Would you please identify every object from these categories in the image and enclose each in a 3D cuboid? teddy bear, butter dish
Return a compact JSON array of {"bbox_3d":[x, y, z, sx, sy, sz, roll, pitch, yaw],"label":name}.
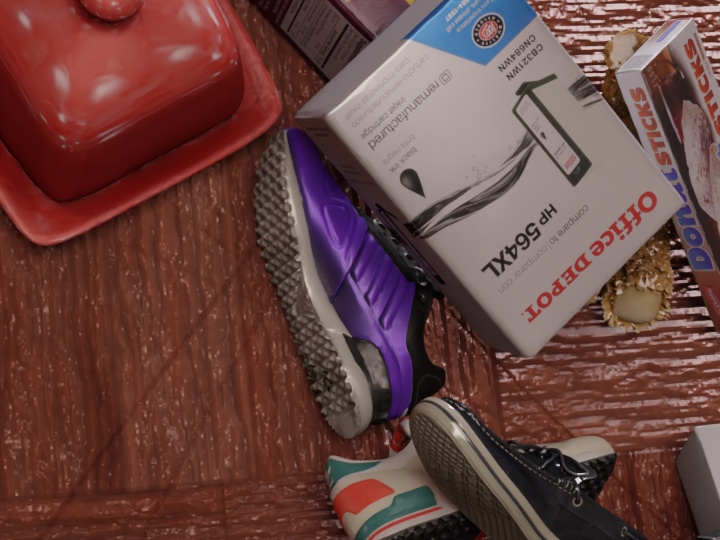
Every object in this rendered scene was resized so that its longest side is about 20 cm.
[{"bbox_3d":[0.175,-0.058,1.324,0.144,0.067,0.202,-1,83,-8],"label":"teddy bear"},{"bbox_3d":[-0.162,-0.151,1.221,0.199,0.148,0.200,-29,84,-19],"label":"butter dish"}]

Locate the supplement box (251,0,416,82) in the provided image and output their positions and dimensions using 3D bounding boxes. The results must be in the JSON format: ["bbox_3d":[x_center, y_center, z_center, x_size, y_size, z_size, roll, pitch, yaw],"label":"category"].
[{"bbox_3d":[-0.026,-0.240,1.299,0.200,0.103,0.131,45,70,1],"label":"supplement box"}]

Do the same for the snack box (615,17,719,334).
[{"bbox_3d":[0.226,-0.060,1.291,0.072,0.024,0.201,-44,119,-38],"label":"snack box"}]

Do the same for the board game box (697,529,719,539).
[{"bbox_3d":[0.290,0.242,1.186,0.134,0.028,0.202,-13,89,-15],"label":"board game box"}]

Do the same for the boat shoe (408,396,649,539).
[{"bbox_3d":[0.102,0.131,1.157,0.200,0.074,0.062,44,72,-26],"label":"boat shoe"}]

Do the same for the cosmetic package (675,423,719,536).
[{"bbox_3d":[0.322,0.167,1.273,0.198,0.052,0.152,-4,54,-14],"label":"cosmetic package"}]

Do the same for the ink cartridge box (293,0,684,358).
[{"bbox_3d":[0.081,-0.068,1.215,0.146,0.084,0.200,-44,104,-8],"label":"ink cartridge box"}]

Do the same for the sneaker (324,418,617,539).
[{"bbox_3d":[0.068,0.123,1.241,0.199,0.071,0.094,-16,53,-28],"label":"sneaker"}]

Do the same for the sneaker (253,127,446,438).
[{"bbox_3d":[0.000,0.000,1.265,0.099,0.070,0.202,-15,83,-23],"label":"sneaker"}]
